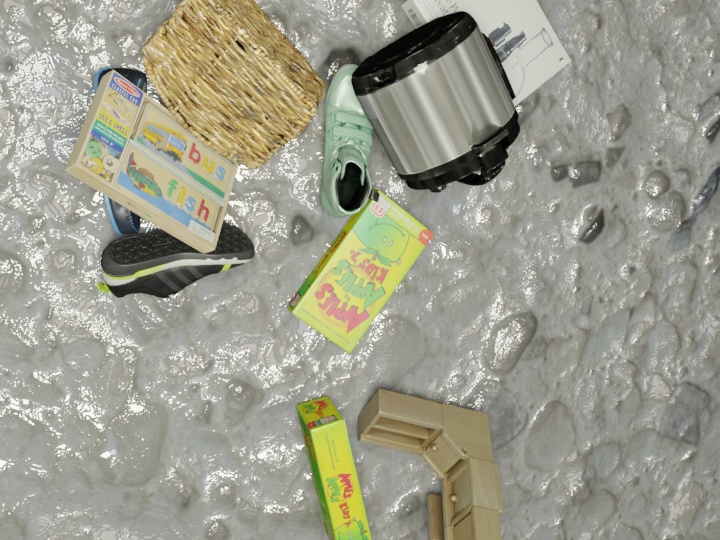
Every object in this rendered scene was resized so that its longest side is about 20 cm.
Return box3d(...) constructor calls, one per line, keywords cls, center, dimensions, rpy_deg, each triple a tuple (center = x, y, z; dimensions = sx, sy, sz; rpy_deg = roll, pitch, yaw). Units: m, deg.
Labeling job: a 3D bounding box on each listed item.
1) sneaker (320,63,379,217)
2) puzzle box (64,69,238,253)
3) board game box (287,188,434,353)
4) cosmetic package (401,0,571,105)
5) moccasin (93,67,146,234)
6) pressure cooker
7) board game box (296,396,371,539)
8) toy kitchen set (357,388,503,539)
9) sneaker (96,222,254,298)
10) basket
box3d(cls="sneaker", center=(-0.006, -0.166, 0.982), dimensions=(0.073, 0.118, 0.203), rpy_deg=(4, 96, -14))
box3d(cls="puzzle box", center=(-0.236, -0.124, 0.906), dimensions=(0.199, 0.025, 0.134), rpy_deg=(34, 55, -40))
box3d(cls="board game box", center=(0.000, 0.000, 1.047), dimensions=(0.101, 0.048, 0.201), rpy_deg=(36, 88, -17))
box3d(cls="cosmetic package", center=(0.173, -0.323, 1.043), dimensions=(0.150, 0.052, 0.201), rpy_deg=(-39, 106, -9))
box3d(cls="moccasin", center=(-0.280, -0.145, 0.931), dimensions=(0.067, 0.080, 0.202), rpy_deg=(-5, 101, -8))
box3d(cls="pressure cooker", center=(0.101, -0.195, 0.959), dimensions=(0.177, 0.176, 0.201), rpy_deg=(-19, 113, 28))
box3d(cls="board game box", center=(-0.034, 0.286, 1.046), dimensions=(0.047, 0.102, 0.202), rpy_deg=(-15, 102, -13))
box3d(cls="toy kitchen set", center=(0.076, 0.309, 1.065), dimensions=(0.179, 0.201, 0.164), rpy_deg=(16, 136, -16))
box3d(cls="sneaker", center=(-0.236, -0.009, 0.984), dimensions=(0.198, 0.072, 0.083), rpy_deg=(-7, 137, -21))
box3d(cls="basket", center=(-0.156, -0.238, 0.948), dimensions=(0.142, 0.149, 0.200), rpy_deg=(-39, 109, 19))
